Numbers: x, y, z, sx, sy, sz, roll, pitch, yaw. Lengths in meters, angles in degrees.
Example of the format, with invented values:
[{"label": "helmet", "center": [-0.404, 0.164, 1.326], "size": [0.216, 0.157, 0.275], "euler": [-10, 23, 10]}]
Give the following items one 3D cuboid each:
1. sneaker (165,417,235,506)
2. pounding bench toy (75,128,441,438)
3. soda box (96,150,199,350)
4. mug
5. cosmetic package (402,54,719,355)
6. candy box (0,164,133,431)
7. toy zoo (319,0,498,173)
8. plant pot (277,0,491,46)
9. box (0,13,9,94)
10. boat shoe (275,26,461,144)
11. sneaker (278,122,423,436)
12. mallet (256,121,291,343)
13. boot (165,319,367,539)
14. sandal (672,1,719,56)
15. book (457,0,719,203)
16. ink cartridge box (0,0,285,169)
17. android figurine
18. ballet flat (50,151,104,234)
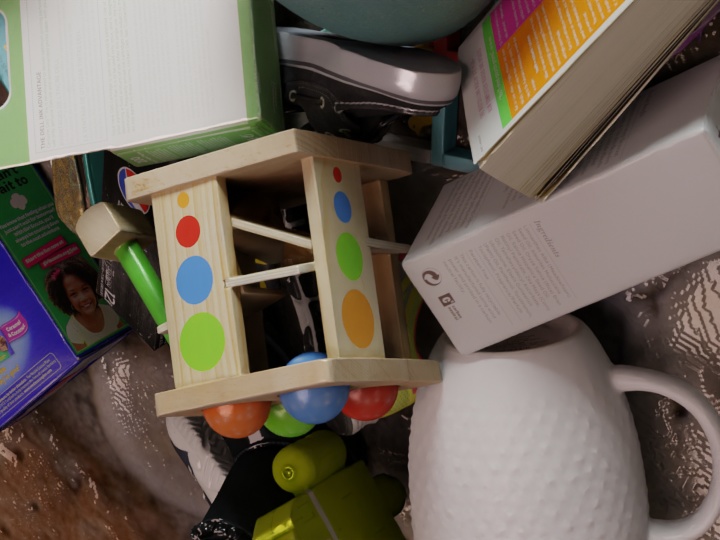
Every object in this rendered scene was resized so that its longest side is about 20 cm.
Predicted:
[{"label": "sneaker", "center": [-0.093, 0.196, 1.272], "size": [0.199, 0.080, 0.130], "euler": [44, 119, -2]}, {"label": "pounding bench toy", "center": [-0.073, 0.022, 1.035], "size": [0.199, 0.124, 0.158], "euler": [-13, 80, 32]}, {"label": "soda box", "center": [-0.129, -0.042, 1.170], "size": [0.071, 0.063, 0.201], "euler": [42, 145, 24]}, {"label": "mug", "center": [0.125, 0.119, 1.066], "size": [0.198, 0.148, 0.177], "euler": [-3, 105, 14]}, {"label": "cosmetic package", "center": [0.132, -0.036, 0.994], "size": [0.199, 0.102, 0.072], "euler": [-25, 110, 31]}, {"label": "candy box", "center": [-0.288, 0.008, 1.327], "size": [0.169, 0.077, 0.201], "euler": [-35, 89, 39]}, {"label": "toy zoo", "center": [0.055, -0.128, 1.078], "size": [0.198, 0.020, 0.132], "euler": [14, 116, 28]}, {"label": "plant pot", "center": [0.017, -0.206, 0.986], "size": [0.199, 0.201, 0.135], "euler": [15, 153, 28]}, {"label": "box", "center": [-0.147, -0.176, 1.130], "size": [0.199, 0.049, 0.083], "euler": [-35, 89, 16]}, {"label": "boat shoe", "center": [-0.009, -0.104, 1.043], "size": [0.199, 0.069, 0.067], "euler": [20, 109, 52]}, {"label": "sneaker", "center": [0.000, 0.000, 1.138], "size": [0.078, 0.090, 0.202], "euler": [173, 86, -69]}, {"label": "mallet", "center": [-0.059, -0.013, 1.195], "size": [0.065, 0.041, 0.202], "euler": [1, 113, 39]}, {"label": "boot", "center": [-0.074, 0.131, 1.152], "size": [0.073, 0.163, 0.199], "euler": [-29, 112, 31]}, {"label": "sandal", "center": [0.166, -0.143, 0.973], "size": [0.203, 0.050, 0.083], "euler": [-45, 38, 25]}, {"label": "book", "center": [0.130, -0.153, 0.936], "size": [0.048, 0.134, 0.200], "euler": [27, 121, -26]}, {"label": "ink cartridge box", "center": [-0.150, -0.136, 1.066], "size": [0.198, 0.048, 0.147], "euler": [-10, 77, 17]}, {"label": "android figurine", "center": [-0.002, 0.189, 1.095], "size": [0.041, 0.200, 0.183], "euler": [-30, 83, 21]}, {"label": "ballet flat", "center": [-0.196, -0.115, 1.227], "size": [0.070, 0.071, 0.202], "euler": [9, 114, 30]}]
